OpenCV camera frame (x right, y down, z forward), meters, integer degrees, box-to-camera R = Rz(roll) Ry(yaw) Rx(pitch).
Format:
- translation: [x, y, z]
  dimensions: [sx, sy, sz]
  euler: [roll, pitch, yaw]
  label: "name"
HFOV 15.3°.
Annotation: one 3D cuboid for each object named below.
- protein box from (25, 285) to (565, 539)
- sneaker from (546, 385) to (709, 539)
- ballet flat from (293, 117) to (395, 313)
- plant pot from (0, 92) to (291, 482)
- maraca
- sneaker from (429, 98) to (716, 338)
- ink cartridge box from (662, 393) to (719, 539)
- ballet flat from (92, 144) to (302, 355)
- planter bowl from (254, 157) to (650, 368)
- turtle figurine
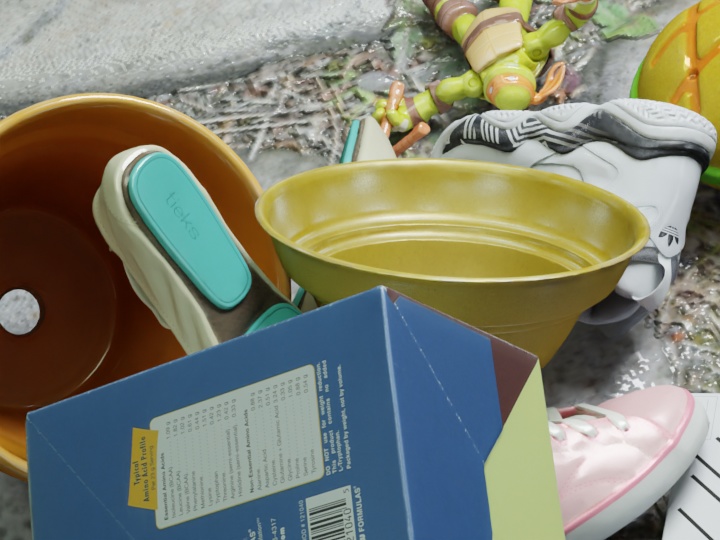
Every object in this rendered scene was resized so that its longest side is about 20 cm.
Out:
- translation: [-0.026, 0.141, 1.174]
  dimensions: [0.199, 0.135, 0.199]
  euler: [-20, 64, 29]
  label: "protein box"
- translation: [0.074, 0.088, 1.299]
  dimensions: [0.200, 0.105, 0.075]
  euler: [-32, 15, -17]
  label: "sneaker"
- translation: [0.000, 0.000, 1.489]
  dimensions: [0.069, 0.070, 0.200]
  euler: [3, 49, 20]
  label: "ballet flat"
- translation: [-0.160, 0.016, 1.421]
  dimensions: [0.200, 0.201, 0.183]
  euler: [-38, 10, -19]
  label: "plant pot"
- translation: [0.242, -0.093, 1.472]
  dimensions: [0.199, 0.107, 0.137]
  euler: [20, 63, 32]
  label: "maraca"
- translation: [0.104, -0.026, 1.466]
  dimensions: [0.200, 0.075, 0.115]
  euler: [-5, 69, 48]
  label: "sneaker"
- translation: [0.194, 0.148, 1.299]
  dimensions: [0.094, 0.044, 0.201]
  euler: [-1, 47, 19]
  label: "ink cartridge box"
- translation: [-0.067, 0.028, 1.323]
  dimensions: [0.069, 0.200, 0.069]
  euler: [-33, 5, 3]
  label: "ballet flat"
- translation: [0.044, 0.010, 1.356]
  dimensions: [0.199, 0.084, 0.201]
  euler: [3, 19, -1]
  label: "planter bowl"
- translation: [0.090, -0.142, 1.592]
  dimensions: [0.200, 0.064, 0.162]
  euler: [-36, 33, 20]
  label: "turtle figurine"
